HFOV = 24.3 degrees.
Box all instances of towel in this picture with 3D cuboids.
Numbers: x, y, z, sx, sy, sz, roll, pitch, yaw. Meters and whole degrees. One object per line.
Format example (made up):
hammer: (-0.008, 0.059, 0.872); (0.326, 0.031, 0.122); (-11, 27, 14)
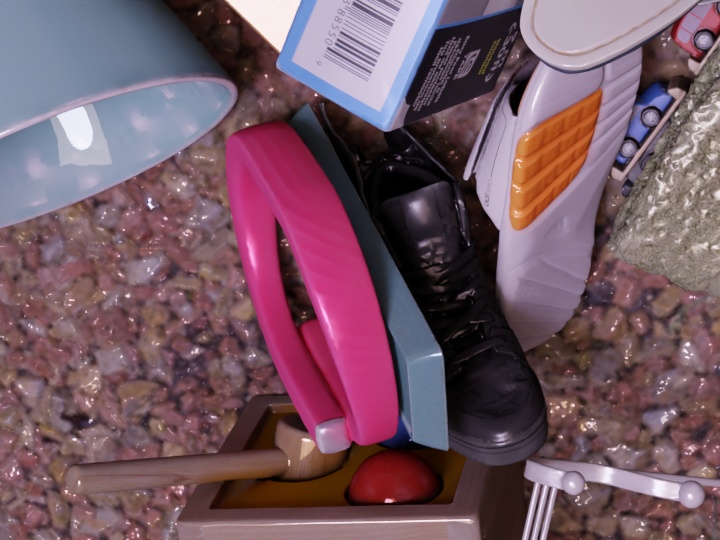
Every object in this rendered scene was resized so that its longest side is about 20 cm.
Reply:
towel: (0.226, -0.062, 0.830); (0.148, 0.037, 0.200); (25, 114, -16)

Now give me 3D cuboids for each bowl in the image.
bowl: (-0.174, -0.098, 0.853); (0.200, 0.201, 0.105); (-26, 84, 19)

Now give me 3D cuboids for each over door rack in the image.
over door rack: (0.149, 0.171, 0.854); (0.067, 0.200, 0.148); (18, 97, 46)

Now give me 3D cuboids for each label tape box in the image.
label tape box: (0.054, -0.153, 0.760); (0.066, 0.200, 0.144); (31, 114, 17)

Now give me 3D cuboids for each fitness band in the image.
fitness band: (-0.029, 0.006, 0.850); (0.037, 0.200, 0.144); (-17, 121, -11)

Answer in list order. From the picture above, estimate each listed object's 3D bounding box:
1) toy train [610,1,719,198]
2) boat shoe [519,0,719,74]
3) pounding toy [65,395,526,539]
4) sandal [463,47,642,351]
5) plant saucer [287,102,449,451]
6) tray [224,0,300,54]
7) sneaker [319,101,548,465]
toy train: (0.181, -0.122, 0.839); (0.046, 0.034, 0.200); (33, 113, 1)
boat shoe: (0.147, -0.163, 0.773); (0.075, 0.062, 0.200); (35, 81, 12)
pounding toy: (-0.024, 0.129, 0.893); (0.199, 0.184, 0.143); (-3, 109, 13)
sandal: (0.085, -0.048, 0.856); (0.059, 0.079, 0.207); (41, 138, 35)
plant saucer: (0.000, 0.000, 0.836); (0.019, 0.200, 0.070); (-16, 134, -10)
tray: (-0.074, -0.174, 0.835); (0.200, 0.099, 0.037); (45, 104, -6)
sneaker: (0.035, 0.000, 0.850); (0.060, 0.200, 0.104); (-20, 132, -7)
